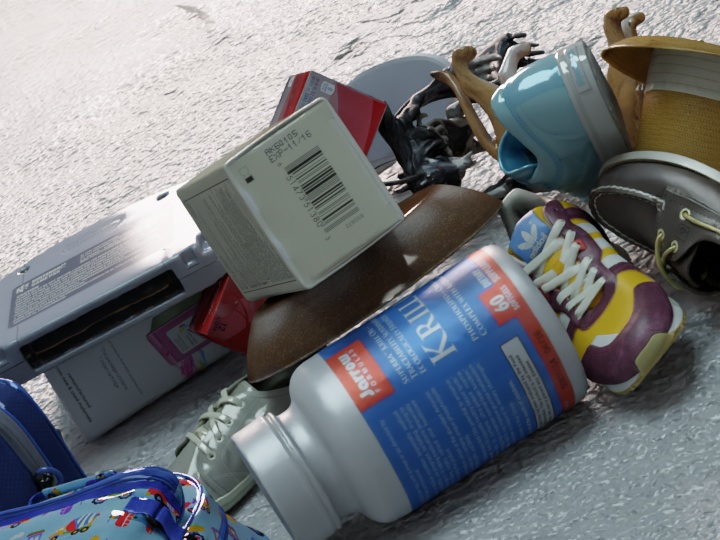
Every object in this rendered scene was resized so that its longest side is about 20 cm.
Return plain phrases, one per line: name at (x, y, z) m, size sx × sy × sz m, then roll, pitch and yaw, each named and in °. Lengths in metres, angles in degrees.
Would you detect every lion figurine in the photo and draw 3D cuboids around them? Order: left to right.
lion figurine at (0.152, -0.109, 1.707) m, size 0.199 × 0.123 × 0.072 m, roll -14°, pitch -7°, yaw 18°

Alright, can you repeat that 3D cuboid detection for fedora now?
fedora at (0.237, -0.081, 1.546) m, size 0.200 × 0.200 × 0.082 m, roll 12°, pitch 83°, yaw 57°

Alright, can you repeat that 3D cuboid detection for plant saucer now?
plant saucer at (0.000, 0.000, 1.585) m, size 0.200 × 0.037 × 0.200 m, roll -36°, pitch 5°, yaw 3°

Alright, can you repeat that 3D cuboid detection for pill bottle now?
pill bottle at (0.027, 0.081, 1.489) m, size 0.199 × 0.113 × 0.112 m, roll -33°, pitch 24°, yaw -7°

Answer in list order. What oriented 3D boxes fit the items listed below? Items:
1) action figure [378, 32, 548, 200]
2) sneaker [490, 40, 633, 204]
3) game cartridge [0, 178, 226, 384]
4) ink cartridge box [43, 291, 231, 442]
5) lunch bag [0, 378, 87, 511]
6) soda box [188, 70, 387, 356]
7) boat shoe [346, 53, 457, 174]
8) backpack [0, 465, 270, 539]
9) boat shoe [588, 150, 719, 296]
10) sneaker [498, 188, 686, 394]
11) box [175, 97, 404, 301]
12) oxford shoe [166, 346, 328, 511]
action figure at (0.085, -0.102, 1.787) m, size 0.102 × 0.119 × 0.200 m, roll -20°, pitch 17°, yaw 42°
sneaker at (0.129, -0.080, 1.581) m, size 0.082 × 0.200 × 0.074 m, roll -18°, pitch 59°, yaw 10°
game cartridge at (-0.183, 0.006, 1.766) m, size 0.199 × 0.042 × 0.133 m, roll -27°, pitch 21°, yaw 9°
ink cartridge box at (-0.151, 0.021, 1.847) m, size 0.199 × 0.085 × 0.145 m, roll -32°, pitch 24°, yaw -6°
lunch bag at (-0.271, 0.151, 1.657) m, size 0.199 × 0.136 × 0.132 m, roll -7°, pitch 32°, yaw 41°
soda box at (-0.052, -0.037, 1.744) m, size 0.201 × 0.063 × 0.070 m, roll -69°, pitch 15°, yaw -4°
boat shoe at (0.003, -0.102, 1.926) m, size 0.202 × 0.075 × 0.086 m, roll -39°, pitch -3°, yaw 22°
backpack at (-0.149, 0.187, 1.455) m, size 0.182 × 0.135 × 0.200 m, roll -16°, pitch 24°, yaw 26°
boat shoe at (0.213, -0.015, 1.481) m, size 0.199 × 0.072 × 0.060 m, roll 22°, pitch 60°, yaw 35°
sneaker at (0.131, 0.008, 1.521) m, size 0.075 × 0.090 × 0.200 m, roll -51°, pitch 18°, yaw 6°
box at (-0.048, -0.041, 1.555) m, size 0.078 × 0.095 × 0.200 m, roll -35°, pitch 6°, yaw -12°
oxford shoe at (-0.087, 0.112, 1.628) m, size 0.200 × 0.058 × 0.075 m, roll -37°, pitch 26°, yaw -14°
